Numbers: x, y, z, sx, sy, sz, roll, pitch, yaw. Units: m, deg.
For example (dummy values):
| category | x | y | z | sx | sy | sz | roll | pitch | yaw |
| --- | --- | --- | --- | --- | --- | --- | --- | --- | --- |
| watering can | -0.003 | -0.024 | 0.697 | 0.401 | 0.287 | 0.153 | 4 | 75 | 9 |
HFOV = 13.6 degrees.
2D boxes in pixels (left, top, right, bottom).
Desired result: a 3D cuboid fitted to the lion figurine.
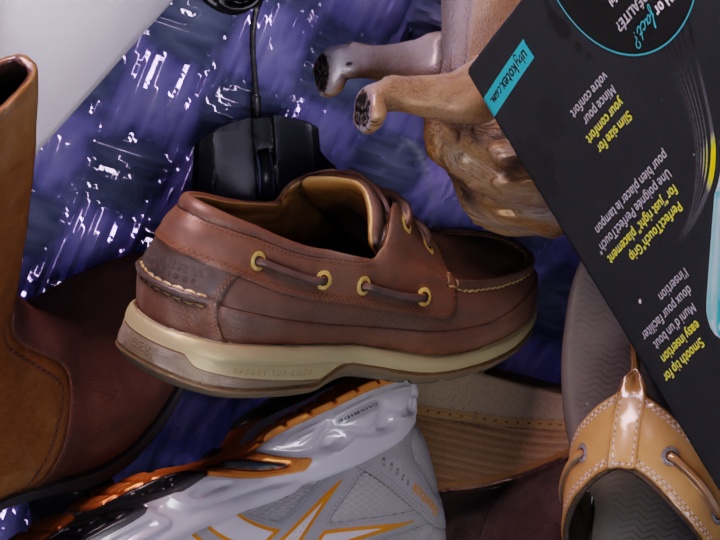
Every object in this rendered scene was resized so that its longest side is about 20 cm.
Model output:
| category | x | y | z | sx | sy | sz | roll | pitch | yaw |
| --- | --- | --- | --- | --- | --- | --- | --- | --- | --- |
| lion figurine | 0.051 | -0.108 | 1.087 | 0.122 | 0.072 | 0.201 | 0 | 109 | -26 |

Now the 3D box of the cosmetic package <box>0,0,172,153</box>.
| category | x | y | z | sx | sy | sz | roll | pitch | yaw |
| --- | --- | --- | --- | --- | --- | --- | --- | --- | --- |
| cosmetic package | -0.123 | -0.117 | 1.029 | 0.107 | 0.085 | 0.200 | 38 | 101 | -24 |

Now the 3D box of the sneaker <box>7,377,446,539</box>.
| category | x | y | z | sx | sy | sz | roll | pitch | yaw |
| --- | --- | --- | --- | --- | --- | --- | --- | --- | --- |
| sneaker | -0.049 | 0.111 | 1.079 | 0.199 | 0.076 | 0.092 | -26 | 99 | -23 |

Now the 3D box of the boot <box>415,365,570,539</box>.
| category | x | y | z | sx | sy | sz | roll | pitch | yaw |
| --- | --- | --- | --- | --- | --- | --- | --- | --- | --- |
| boot | 0.076 | 0.129 | 1.151 | 0.199 | 0.072 | 0.167 | 16 | 97 | 22 |

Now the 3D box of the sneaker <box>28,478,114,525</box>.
| category | x | y | z | sx | sy | sz | roll | pitch | yaw |
| --- | --- | --- | --- | --- | --- | --- | --- | --- | --- |
| sneaker | -0.109 | 0.148 | 1.155 | 0.088 | 0.074 | 0.201 | -22 | 117 | -6 |

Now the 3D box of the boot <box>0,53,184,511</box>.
| category | x | y | z | sx | sy | sz | roll | pitch | yaw |
| --- | --- | --- | --- | --- | --- | --- | --- | --- | --- |
| boot | -0.123 | -0.001 | 1.022 | 0.188 | 0.068 | 0.201 | -32 | 147 | -29 |

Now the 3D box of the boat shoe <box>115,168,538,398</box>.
| category | x | y | z | sx | sy | sz | roll | pitch | yaw |
| --- | --- | --- | --- | --- | --- | --- | --- | --- | --- |
| boat shoe | -0.001 | 0.000 | 1.083 | 0.200 | 0.072 | 0.068 | -5 | 114 | -48 |

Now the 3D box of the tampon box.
| category | x | y | z | sx | sy | sz | roll | pitch | yaw |
| --- | --- | --- | --- | --- | --- | --- | --- | --- | --- |
| tampon box | 0.159 | -0.039 | 0.999 | 0.126 | 0.200 | 0.150 | -20 | 162 | -34 |

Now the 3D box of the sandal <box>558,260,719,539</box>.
| category | x | y | z | sx | sy | sz | roll | pitch | yaw |
| --- | --- | --- | --- | --- | --- | --- | --- | --- | --- |
| sandal | 0.097 | 0.086 | 1.072 | 0.081 | 0.055 | 0.201 | 11 | 95 | 22 |

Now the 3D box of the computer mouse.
| category | x | y | z | sx | sy | sz | roll | pitch | yaw |
| --- | --- | --- | --- | --- | --- | --- | --- | --- | --- |
| computer mouse | -0.035 | -0.063 | 1.104 | 0.058 | 0.034 | 0.201 | -6 | 114 | -11 |
